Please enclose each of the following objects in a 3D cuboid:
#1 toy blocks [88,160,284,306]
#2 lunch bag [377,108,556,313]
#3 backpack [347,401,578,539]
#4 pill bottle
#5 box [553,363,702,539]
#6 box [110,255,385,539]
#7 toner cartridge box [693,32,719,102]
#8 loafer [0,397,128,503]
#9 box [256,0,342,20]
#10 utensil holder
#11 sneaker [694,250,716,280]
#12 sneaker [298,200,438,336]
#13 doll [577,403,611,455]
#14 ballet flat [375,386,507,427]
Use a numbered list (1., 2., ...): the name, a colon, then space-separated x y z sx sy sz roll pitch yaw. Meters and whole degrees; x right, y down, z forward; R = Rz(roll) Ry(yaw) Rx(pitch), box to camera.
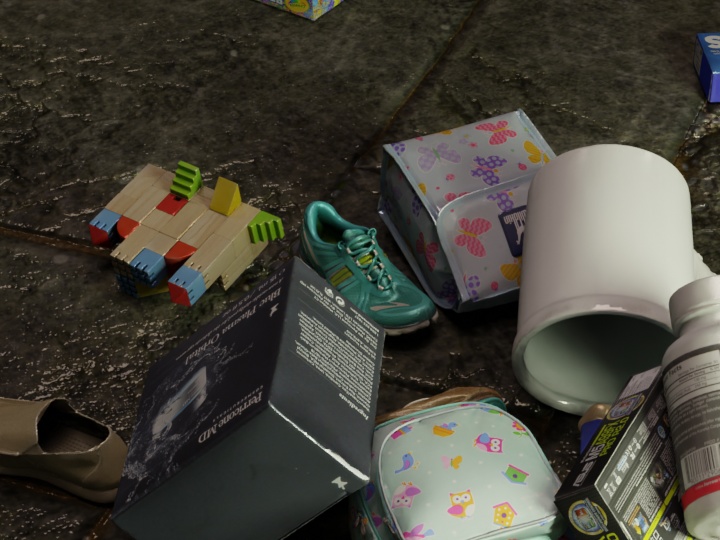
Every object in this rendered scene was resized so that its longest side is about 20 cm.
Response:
1. toy blocks: -0.197 -0.027 1.846 0.199 0.100 0.137 23 54 28
2. lunch bag: 0.133 -0.054 1.838 0.169 0.127 0.200 -15 52 -17
3. backpack: 0.078 0.198 1.482 0.175 0.154 0.200 -16 37 -12
4. pill bottle: 0.302 0.109 1.453 0.110 0.111 0.201 -3 64 -3
5. box: 0.246 0.191 1.467 0.044 0.161 0.200 -25 13 36
6. box: -0.092 0.127 1.524 0.196 0.117 0.200 -37 26 27
7. toner cartridge box: 0.504 -0.245 2.148 0.199 0.043 0.095 -3 38 -2
8. loafer: -0.288 0.146 1.624 0.199 0.069 0.076 14 39 19
9. box: -0.050 -0.460 2.322 0.122 0.193 0.200 22 42 27
10. utensil holder: 0.230 0.008 1.674 0.169 0.170 0.201 3 53 6
11. sneaker: 0.323 0.022 1.789 0.087 0.075 0.200 4 43 -12
12. sneaker: 0.000 0.000 1.803 0.077 0.080 0.200 -25 44 -29
13. doll: 0.232 0.203 1.551 0.136 0.049 0.200 18 38 -9
14. ballet flat: 0.037 0.148 1.628 0.199 0.068 0.072 -21 21 -25
